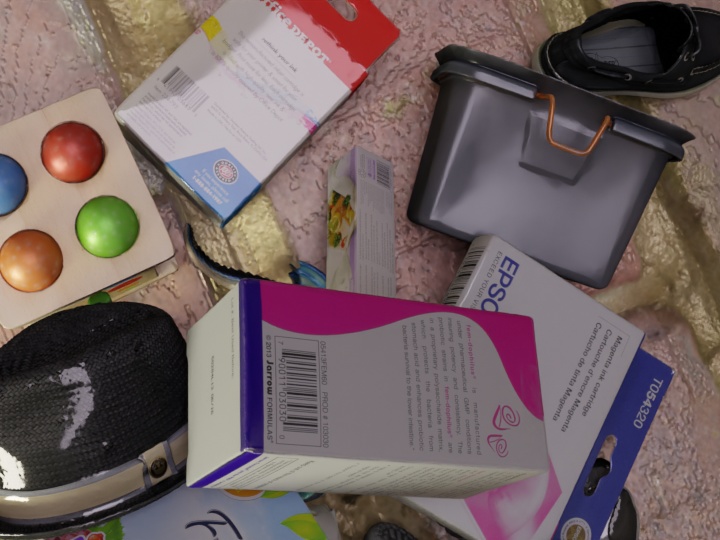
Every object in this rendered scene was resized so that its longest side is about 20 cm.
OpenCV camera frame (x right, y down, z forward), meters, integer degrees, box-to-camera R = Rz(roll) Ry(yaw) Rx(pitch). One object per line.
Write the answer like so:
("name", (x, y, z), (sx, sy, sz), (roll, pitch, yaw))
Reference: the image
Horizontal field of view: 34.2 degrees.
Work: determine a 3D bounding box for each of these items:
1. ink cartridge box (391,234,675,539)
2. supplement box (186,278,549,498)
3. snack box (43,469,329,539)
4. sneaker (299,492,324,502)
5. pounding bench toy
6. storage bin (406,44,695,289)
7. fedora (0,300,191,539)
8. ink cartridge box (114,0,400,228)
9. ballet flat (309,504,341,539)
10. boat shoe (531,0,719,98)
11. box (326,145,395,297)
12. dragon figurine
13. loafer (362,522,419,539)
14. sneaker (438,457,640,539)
("ink cartridge box", (0.126, 0.108, 0.848), (0.200, 0.043, 0.197), (31, 76, -13))
("supplement box", (0.003, 0.078, 0.710), (0.200, 0.103, 0.101), (8, 66, -26))
("snack box", (-0.083, 0.221, 0.691), (0.168, 0.068, 0.200), (-23, 59, -24))
("sneaker", (-0.026, 0.134, 0.849), (0.199, 0.078, 0.086), (10, 41, -21))
("pounding bench toy", (-0.194, -0.003, 0.823), (0.124, 0.156, 0.200), (-25, 90, -10))
("storage bin", (0.135, -0.073, 0.897), (0.200, 0.146, 0.135), (19, 93, -7))
("fedora", (-0.175, 0.079, 0.739), (0.200, 0.201, 0.092), (-16, 113, -10))
("ink cartridge box", (-0.078, -0.144, 0.898), (0.116, 0.067, 0.200), (44, 81, -3))
("ballet flat", (-0.063, 0.190, 0.848), (0.200, 0.068, 0.069), (31, 105, 10))
("boat shoe", (0.237, -0.184, 0.938), (0.199, 0.066, 0.075), (-6, 77, -19))
("box", (0.000, 0.000, 0.863), (0.041, 0.039, 0.200), (22, 51, -31))
("dragon figurine", (-0.049, 0.028, 0.891), (0.099, 0.059, 0.200), (-37, 96, -12))
("loafer", (0.067, 0.278, 0.891), (0.200, 0.075, 0.070), (42, 106, 3))
("sneaker", (0.142, 0.182, 0.908), (0.200, 0.075, 0.116), (37, 76, -14))
